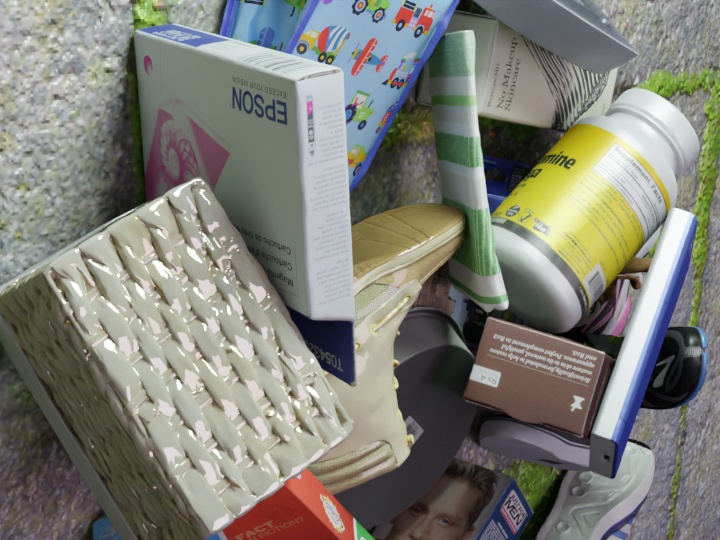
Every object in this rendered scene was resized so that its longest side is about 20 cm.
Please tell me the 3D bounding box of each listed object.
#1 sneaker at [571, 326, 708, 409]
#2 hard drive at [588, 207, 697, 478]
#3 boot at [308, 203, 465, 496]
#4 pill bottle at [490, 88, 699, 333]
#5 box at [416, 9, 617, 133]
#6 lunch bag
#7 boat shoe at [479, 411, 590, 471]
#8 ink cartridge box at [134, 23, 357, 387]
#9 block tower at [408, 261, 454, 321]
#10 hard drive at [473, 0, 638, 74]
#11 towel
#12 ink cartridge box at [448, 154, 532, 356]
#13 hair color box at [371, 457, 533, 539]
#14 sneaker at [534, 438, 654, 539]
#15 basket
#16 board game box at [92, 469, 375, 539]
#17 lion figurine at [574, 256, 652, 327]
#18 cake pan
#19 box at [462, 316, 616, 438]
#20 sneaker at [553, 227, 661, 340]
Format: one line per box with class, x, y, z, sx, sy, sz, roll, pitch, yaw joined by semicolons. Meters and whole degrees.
sneaker;0.235;0.092;1.400;0.082;0.199;0.072;11;74;-38
hard drive;0.236;0.064;1.276;0.132;0.025;0.202;69;42;-68
boot;0.013;0.057;1.108;0.199;0.072;0.157;-37;122;-28
pill bottle;0.191;-0.054;1.276;0.200;0.112;0.113;-47;134;-17
box;0.137;-0.164;1.290;0.199;0.068;0.083;1;102;-51
lunch bag;-0.033;-0.134;1.088;0.150;0.094;0.202;10;104;-54
boat shoe;0.173;0.151;1.448;0.199;0.068;0.057;24;68;-54
ink cartridge box;-0.076;-0.042;0.965;0.043;0.196;0.202;-15;113;-34
block tower;0.000;0.000;1.188;0.199;0.054;0.058;12;93;-52
hard drive;0.121;-0.228;1.195;0.199;0.135;0.042;23;117;-40
towel;0.079;-0.077;1.148;0.023;0.153;0.202;-7;98;-5
ink cartridge box;0.113;0.002;1.341;0.119;0.042;0.202;7;95;-52
hair color box;0.052;0.257;1.299;0.201;0.099;0.061;-54;136;-25
sneaker;0.237;0.283;1.562;0.200;0.080;0.148;-46;142;-36
basket;-0.115;0.059;0.930;0.135;0.123;0.201;-33;92;-27
board game box;-0.076;0.213;1.100;0.200;0.152;0.041;52;18;-45
lion figurine;0.215;-0.046;1.372;0.121;0.072;0.203;9;82;-21
cake pan;0.025;0.125;1.230;0.199;0.037;0.202;-30;137;-31
box;0.153;0.091;1.258;0.200;0.099;0.076;20;87;-76
sneaker;0.225;-0.022;1.438;0.086;0.080;0.202;2;99;-49
